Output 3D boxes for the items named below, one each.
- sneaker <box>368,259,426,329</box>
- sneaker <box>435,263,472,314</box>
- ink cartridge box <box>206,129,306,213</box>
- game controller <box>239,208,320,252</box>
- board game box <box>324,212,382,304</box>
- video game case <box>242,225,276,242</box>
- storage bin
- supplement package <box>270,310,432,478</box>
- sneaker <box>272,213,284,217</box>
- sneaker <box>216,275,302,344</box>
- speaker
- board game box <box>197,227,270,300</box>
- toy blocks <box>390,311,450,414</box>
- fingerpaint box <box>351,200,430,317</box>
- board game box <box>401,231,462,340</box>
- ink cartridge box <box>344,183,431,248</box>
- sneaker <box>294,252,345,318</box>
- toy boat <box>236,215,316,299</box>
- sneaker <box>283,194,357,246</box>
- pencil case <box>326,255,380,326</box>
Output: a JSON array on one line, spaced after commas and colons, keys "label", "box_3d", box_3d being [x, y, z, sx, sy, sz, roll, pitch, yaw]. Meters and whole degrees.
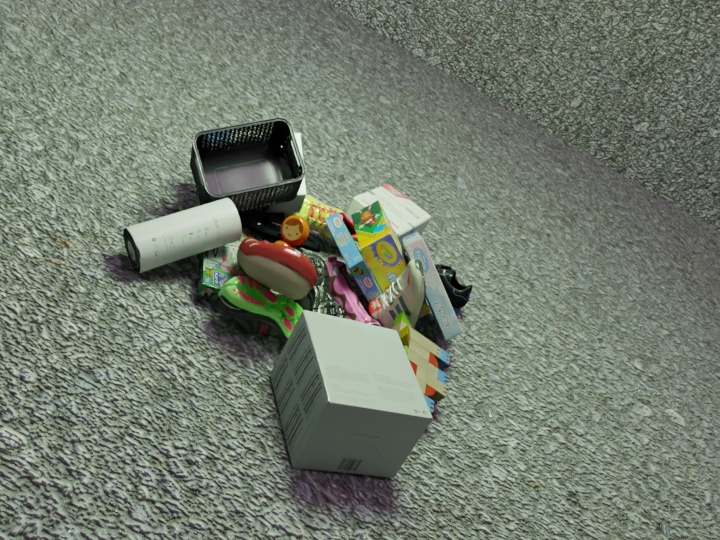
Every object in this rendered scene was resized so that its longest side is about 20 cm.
[{"label": "sneaker", "box_3d": [0.066, 0.063, 1.588, 0.091, 0.202, 0.071, 4, 42, -10]}, {"label": "sneaker", "box_3d": [0.164, 0.010, 1.880, 0.198, 0.079, 0.070, 36, 29, 8]}, {"label": "ink cartridge box", "box_3d": [-0.215, -0.201, 1.685, 0.195, 0.084, 0.148, -1, 69, -16]}, {"label": "game controller", "box_3d": [-0.167, -0.081, 1.678, 0.198, 0.043, 0.104, 16, 23, -45]}, {"label": "board game box", "box_3d": [0.000, 0.000, 1.663, 0.152, 0.036, 0.201, 62, 0, 43]}, {"label": "video game case", "box_3d": [-0.231, -0.039, 1.635, 0.197, 0.024, 0.183, 10, 36, -35]}, {"label": "storage bin", "box_3d": [-0.217, -0.197, 1.586, 0.196, 0.094, 0.138, -14, 75, -19]}, {"label": "supplement package", "box_3d": [-0.021, 0.200, 1.332, 0.188, 0.149, 0.202, 14, 33, -28]}, {"label": "sneaker", "box_3d": [-0.230, -0.134, 1.751, 0.196, 0.061, 0.105, 20, 31, -13]}, {"label": "sneaker", "box_3d": [-0.167, 0.080, 1.452, 0.199, 0.083, 0.078, 39, 46, -26]}, {"label": "speaker", "box_3d": [-0.311, -0.064, 1.464, 0.197, 0.082, 0.081, -21, 53, -27]}, {"label": "board game box", "box_3d": [-0.233, -0.012, 1.537, 0.132, 0.029, 0.202, 19, 35, -23]}, {"label": "toy blocks", "box_3d": [0.102, 0.194, 1.523, 0.136, 0.100, 0.202, 35, 41, -19]}, {"label": "fingerpaint box", "box_3d": [0.059, -0.015, 1.700, 0.202, 0.072, 0.168, 61, 6, -28]}, {"label": "board game box", "box_3d": [0.143, 0.026, 1.697, 0.199, 0.043, 0.203, -88, 155, -84]}, {"label": "ink cartridge box", "box_3d": [0.060, -0.119, 1.977, 0.146, 0.084, 0.199, 39, 29, 13]}, {"label": "sneaker", "box_3d": [-0.087, 0.070, 1.548, 0.075, 0.091, 0.203, 9, 53, -35]}, {"label": "toy boat", "box_3d": [-0.133, -0.034, 1.447, 0.129, 0.133, 0.200, 28, 1, -19]}, {"label": "sneaker", "box_3d": [-0.077, -0.114, 1.783, 0.198, 0.080, 0.090, 23, -15, -34]}, {"label": "pencil case", "box_3d": [-0.027, 0.068, 1.590, 0.089, 0.095, 0.201, -4, 43, -31]}]
